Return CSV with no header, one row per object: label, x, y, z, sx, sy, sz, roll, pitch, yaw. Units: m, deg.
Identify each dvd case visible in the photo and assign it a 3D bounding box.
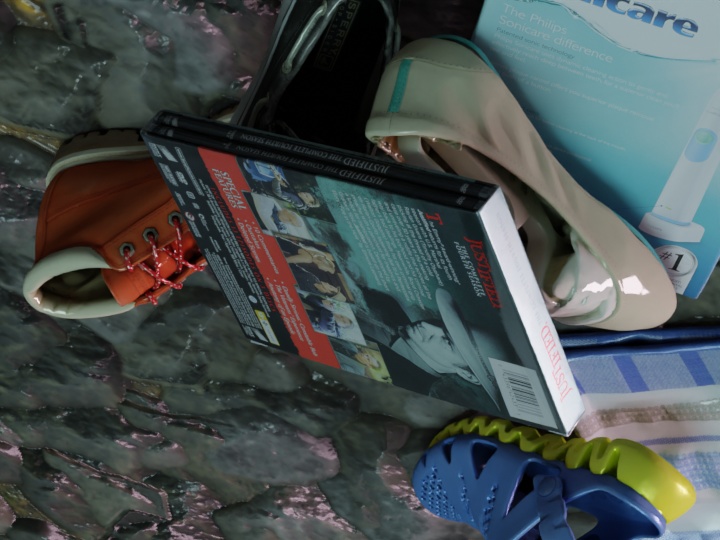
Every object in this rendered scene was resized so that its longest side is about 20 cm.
dvd case,0.000,0.000,1.008,0.200,0.022,0.146,16,144,39

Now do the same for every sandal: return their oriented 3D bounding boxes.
sandal,0.097,0.140,1.276,0.079,0.087,0.200,45,154,-28

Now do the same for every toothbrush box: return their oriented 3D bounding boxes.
toothbrush box,0.123,-0.095,0.998,0.146,0.085,0.200,18,143,2

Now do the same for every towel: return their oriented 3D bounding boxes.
towel,0.197,0.103,1.267,0.146,0.024,0.200,-5,137,25

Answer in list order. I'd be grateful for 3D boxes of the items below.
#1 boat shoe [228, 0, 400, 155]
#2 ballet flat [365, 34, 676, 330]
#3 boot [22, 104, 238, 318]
boat shoe,-0.028,-0.063,1.059,0.070,0.064,0.200,9,123,-12
ballet flat,0.072,-0.020,0.990,0.069,0.070,0.200,-20,127,38
boot,-0.088,-0.024,1.153,0.199,0.107,0.075,-10,132,27
